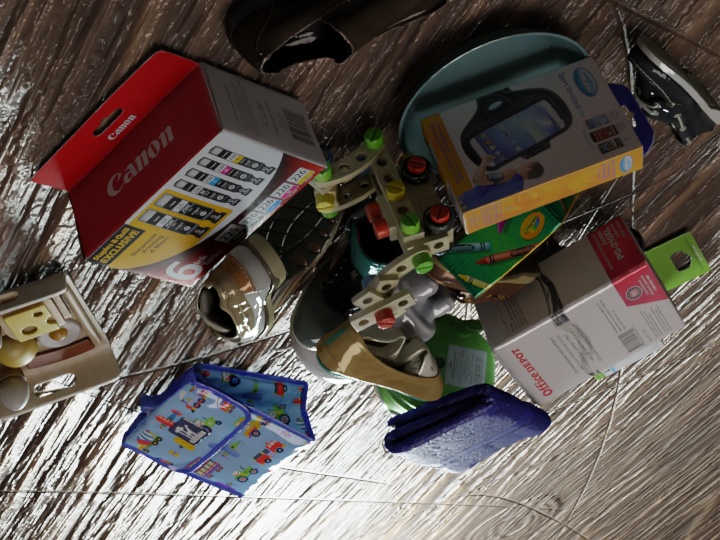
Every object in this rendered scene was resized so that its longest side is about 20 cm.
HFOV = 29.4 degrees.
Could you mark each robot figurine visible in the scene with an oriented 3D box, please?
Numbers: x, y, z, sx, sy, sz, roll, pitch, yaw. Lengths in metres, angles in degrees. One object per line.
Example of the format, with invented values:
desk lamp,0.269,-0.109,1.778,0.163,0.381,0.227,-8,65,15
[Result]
robot figurine,0.004,0.053,1.529,0.200,0.113,0.170,-30,135,14

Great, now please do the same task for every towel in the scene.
towel,0.123,0.178,1.581,0.147,0.050,0.200,-29,156,16

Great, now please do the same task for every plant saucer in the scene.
plant saucer,0.125,-0.170,1.327,0.199,0.036,0.200,-15,149,-10

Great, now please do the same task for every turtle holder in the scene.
turtle holder,0.066,0.130,1.671,0.185,0.141,0.132,-18,167,-20

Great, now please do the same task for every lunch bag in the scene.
lunch bag,-0.181,0.180,1.665,0.200,0.094,0.151,23,130,-35

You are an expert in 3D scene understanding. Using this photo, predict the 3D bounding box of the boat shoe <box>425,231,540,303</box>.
boat shoe,0.122,0.007,1.468,0.068,0.072,0.200,-51,153,21

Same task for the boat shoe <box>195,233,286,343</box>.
boat shoe,-0.125,0.028,1.319,0.068,0.075,0.200,-35,167,-21

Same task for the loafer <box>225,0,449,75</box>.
loafer,-0.009,-0.206,1.147,0.199,0.071,0.073,-20,150,-2

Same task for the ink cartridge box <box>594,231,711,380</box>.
ink cartridge box,0.365,0.047,1.784,0.200,0.076,0.148,-28,149,14

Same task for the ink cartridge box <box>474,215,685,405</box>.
ink cartridge box,0.252,0.050,1.586,0.200,0.084,0.145,-31,136,11

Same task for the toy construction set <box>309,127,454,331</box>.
toy construction set,0.013,-0.047,1.290,0.131,0.200,0.092,-17,160,-8

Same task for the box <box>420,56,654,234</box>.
box,0.169,-0.122,1.277,0.200,0.119,0.042,-22,147,0

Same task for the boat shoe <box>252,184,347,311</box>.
boat shoe,-0.079,-0.018,1.419,0.200,0.076,0.074,-49,173,28

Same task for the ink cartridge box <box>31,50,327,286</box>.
ink cartridge box,-0.165,-0.086,1.230,0.200,0.084,0.175,-39,145,29

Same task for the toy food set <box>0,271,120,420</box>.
toy food set,-0.342,0.083,1.412,0.143,0.061,0.200,-19,150,-4

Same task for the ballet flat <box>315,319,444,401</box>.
ballet flat,0.038,0.094,1.440,0.200,0.069,0.063,17,121,-49

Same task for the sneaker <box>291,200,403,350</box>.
sneaker,0.000,0.000,1.397,0.200,0.084,0.121,-50,174,0

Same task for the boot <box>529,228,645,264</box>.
boot,0.228,-0.019,1.608,0.200,0.069,0.174,-33,140,6

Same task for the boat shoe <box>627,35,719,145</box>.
boat shoe,0.313,-0.176,1.397,0.060,0.076,0.200,-40,145,19

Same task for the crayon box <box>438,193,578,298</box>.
crayon box,0.159,-0.057,1.393,0.119,0.058,0.200,-43,-178,24
